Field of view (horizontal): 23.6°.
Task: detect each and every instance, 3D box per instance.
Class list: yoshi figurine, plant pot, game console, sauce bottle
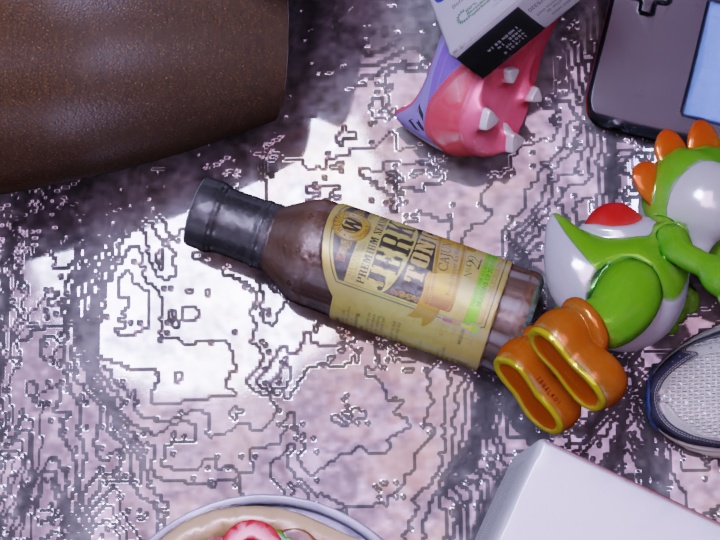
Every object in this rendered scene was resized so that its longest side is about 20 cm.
[{"bbox_3d":[0.170,0.010,0.914,0.112,0.112,0.200,26,59,37],"label":"yoshi figurine"},{"bbox_3d":[-0.143,-0.130,0.931,0.198,0.187,0.189,-1,81,-11],"label":"plant pot"},{"bbox_3d":[0.242,-0.146,0.982,0.198,0.031,0.178,14,82,5],"label":"game console"},{"bbox_3d":[0.000,0.000,0.951,0.198,0.065,0.065,18,82,4],"label":"sauce bottle"}]

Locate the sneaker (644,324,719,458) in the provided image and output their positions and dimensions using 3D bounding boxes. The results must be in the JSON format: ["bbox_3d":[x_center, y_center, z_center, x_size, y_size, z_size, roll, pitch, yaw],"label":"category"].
[{"bbox_3d":[0.253,0.057,0.923,0.198,0.085,0.078,-6,81,2],"label":"sneaker"}]

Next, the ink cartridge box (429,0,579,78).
[{"bbox_3d":[0.067,-0.207,0.950,0.094,0.037,0.201,-37,49,24],"label":"ink cartridge box"}]

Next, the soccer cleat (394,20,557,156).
[{"bbox_3d":[0.087,-0.157,0.972,0.076,0.067,0.201,18,79,38],"label":"soccer cleat"}]

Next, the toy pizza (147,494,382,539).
[{"bbox_3d":[-0.053,0.223,0.935,0.198,0.032,0.202,0,81,2],"label":"toy pizza"}]

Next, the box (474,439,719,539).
[{"bbox_3d":[0.127,0.167,0.853,0.151,0.200,0.107,25,83,5],"label":"box"}]
